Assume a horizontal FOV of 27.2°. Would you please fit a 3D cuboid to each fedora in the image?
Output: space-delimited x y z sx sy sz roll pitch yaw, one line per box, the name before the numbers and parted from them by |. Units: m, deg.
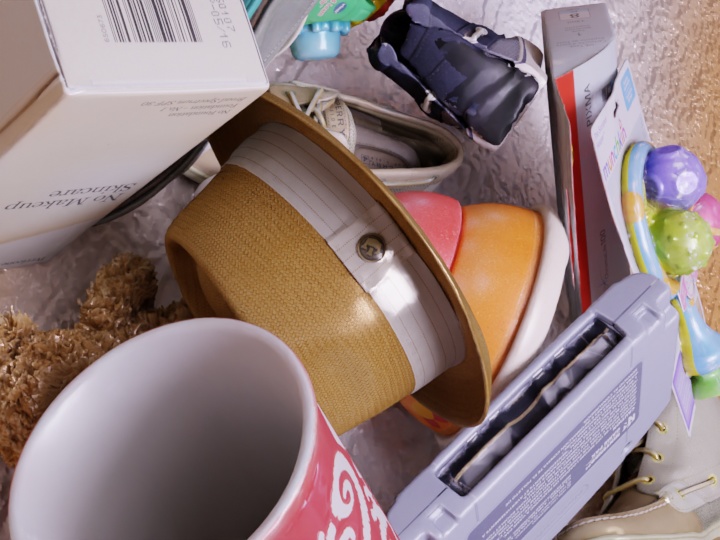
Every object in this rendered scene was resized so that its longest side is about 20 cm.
fedora | -0.028 0.010 0.680 0.082 0.201 0.201 -40 98 -16

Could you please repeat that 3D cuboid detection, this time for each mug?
mug | -0.062 0.137 0.653 0.200 0.177 0.134 58 24 -44

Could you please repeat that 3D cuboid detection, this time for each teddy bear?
teddy bear | -0.103 0.060 0.727 0.200 0.067 0.145 -37 108 -48

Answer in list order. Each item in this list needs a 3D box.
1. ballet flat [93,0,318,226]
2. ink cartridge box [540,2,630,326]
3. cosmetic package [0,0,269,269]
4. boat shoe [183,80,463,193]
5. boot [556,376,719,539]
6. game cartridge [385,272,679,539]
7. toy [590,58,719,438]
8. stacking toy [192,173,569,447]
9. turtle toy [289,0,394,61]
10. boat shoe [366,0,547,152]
ballet flat | -0.077 -0.098 0.759 0.067 0.200 0.064 43 11 27
ink cartridge box | 0.140 -0.054 0.888 0.200 0.047 0.160 -85 169 -63
cosmetic package | -0.142 -0.066 0.653 0.103 0.200 0.073 -9 74 -42
boat shoe | -0.029 -0.078 0.849 0.200 0.065 0.072 13 61 -36
boot | 0.172 0.106 0.925 0.200 0.072 0.155 -1 71 -46
game cartridge | 0.094 0.103 0.795 0.200 0.133 0.041 -41 56 -20
toy | 0.190 -0.017 0.876 0.115 0.047 0.200 -56 133 -57
stacking toy | 0.000 0.000 0.820 0.200 0.146 0.146 23 53 -7
turtle toy | -0.006 -0.198 0.844 0.101 0.200 0.146 35 30 -27
boat shoe | 0.056 -0.129 0.899 0.093 0.075 0.200 35 7 -5
